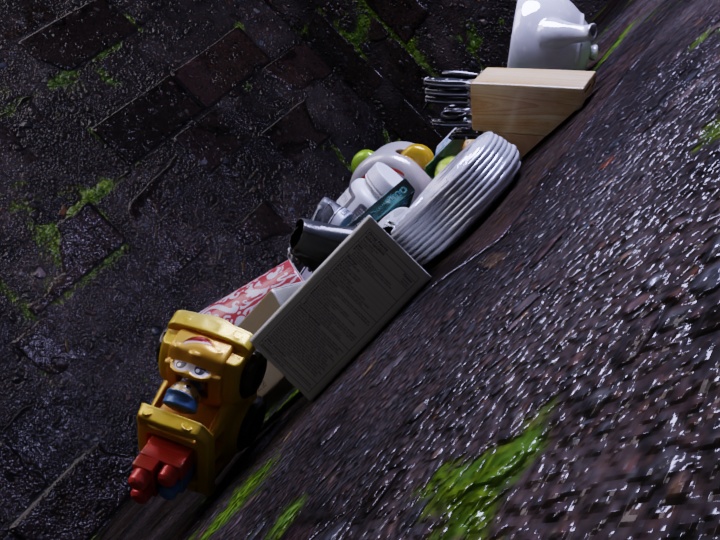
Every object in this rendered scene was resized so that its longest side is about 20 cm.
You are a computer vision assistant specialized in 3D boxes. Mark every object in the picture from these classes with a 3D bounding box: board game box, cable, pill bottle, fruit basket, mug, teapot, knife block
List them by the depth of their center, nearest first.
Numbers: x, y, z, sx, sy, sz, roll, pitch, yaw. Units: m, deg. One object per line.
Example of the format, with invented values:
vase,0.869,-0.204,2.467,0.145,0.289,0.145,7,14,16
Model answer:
cable,0.122,-0.093,0.933,0.200,0.069,0.200,-46,3,-7
knife block,0.190,-0.244,0.984,0.200,0.176,0.064,-42,5,47
fruit basket,0.162,-0.164,1.146,0.185,0.094,0.200,-44,7,35
mug,-0.158,0.097,1.168,0.199,0.178,0.134,-34,32,-2
teapot,0.330,-0.377,1.234,0.198,0.145,0.201,88,-165,-48
board game box,0.029,-0.085,1.237,0.135,0.028,0.200,-40,-5,-2
pill bottle,0.002,-0.104,1.400,0.200,0.113,0.113,-46,2,21

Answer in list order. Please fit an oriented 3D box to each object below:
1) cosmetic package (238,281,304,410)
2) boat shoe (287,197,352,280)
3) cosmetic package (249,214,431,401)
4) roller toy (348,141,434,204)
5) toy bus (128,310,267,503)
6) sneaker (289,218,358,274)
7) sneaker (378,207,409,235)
cosmetic package,-0.125,0.115,0.997,0.073,0.104,0.200,-13,-26,-51
boat shoe,-0.089,-0.030,1.240,0.200,0.068,0.074,-62,-14,21
cosmetic package,-0.023,0.042,0.846,0.200,0.104,0.073,-45,2,2
roller toy,0.075,-0.165,1.497,0.199,0.184,0.140,-7,20,25
toy bus,-0.211,0.179,0.876,0.192,0.135,0.201,-57,-19,-51
sneaker,-0.050,-0.019,0.970,0.200,0.105,0.075,128,153,-63
sneaker,0.050,-0.041,1.058,0.201,0.075,0.116,-60,0,-36
